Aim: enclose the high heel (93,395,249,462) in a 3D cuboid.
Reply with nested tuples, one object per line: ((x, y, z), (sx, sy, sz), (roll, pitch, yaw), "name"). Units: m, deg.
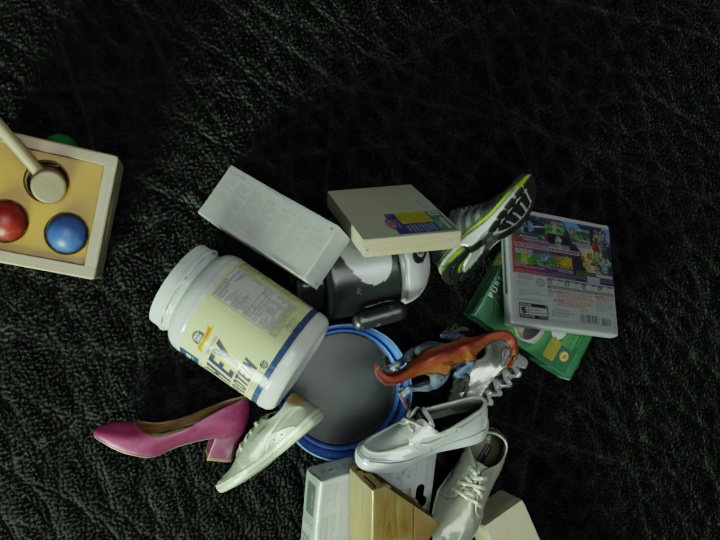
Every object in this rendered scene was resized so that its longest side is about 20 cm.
((-0.251, 0.203, 0.974), (0.199, 0.067, 0.096), (14, 98, -19), "high heel")

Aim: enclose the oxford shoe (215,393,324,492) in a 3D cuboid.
((-0.132, 0.236, 0.987), (0.200, 0.075, 0.058), (-44, 82, 21), "oxford shoe")

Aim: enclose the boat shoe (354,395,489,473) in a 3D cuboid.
((0.085, 0.218, 0.997), (0.199, 0.074, 0.066), (-16, 123, -18), "boat shoe")

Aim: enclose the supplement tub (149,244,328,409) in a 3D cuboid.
((-0.158, 0.071, 0.944), (0.200, 0.145, 0.145), (33, 83, 4), "supplement tub")

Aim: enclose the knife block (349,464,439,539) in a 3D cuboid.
((0.018, 0.390, 1.002), (0.176, 0.064, 0.200), (-53, 125, -9), "knife block")

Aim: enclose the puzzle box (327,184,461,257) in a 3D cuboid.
((0.039, -0.072, 0.982), (0.132, 0.200, 0.026), (-5, 115, -14), "puzzle box")

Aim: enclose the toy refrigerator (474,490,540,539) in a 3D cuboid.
((0.242, 0.452, 1.113), (0.076, 0.070, 0.201), (-28, 99, -19), "toy refrigerator")

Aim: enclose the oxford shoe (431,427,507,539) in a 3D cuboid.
((0.161, 0.319, 1.061), (0.075, 0.058, 0.200), (28, 68, 8), "oxford shoe")

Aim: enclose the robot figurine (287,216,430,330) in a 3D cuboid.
((0.000, -0.002, 1.008), (0.199, 0.125, 0.151), (-10, 98, -13), "robot figurine")

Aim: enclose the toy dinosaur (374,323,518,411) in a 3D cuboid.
((0.133, 0.132, 1.004), (0.181, 0.200, 0.105), (-25, 84, 11), "toy dinosaur")

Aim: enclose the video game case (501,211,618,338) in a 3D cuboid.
((0.305, 0.004, 1.102), (0.199, 0.023, 0.183), (8, 72, -21), "video game case")

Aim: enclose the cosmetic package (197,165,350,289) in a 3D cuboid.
((-0.117, -0.059, 0.959), (0.200, 0.051, 0.083), (31, 84, 27), "cosmetic package")

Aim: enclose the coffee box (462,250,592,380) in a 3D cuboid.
((0.271, 0.069, 1.121), (0.200, 0.044, 0.123), (32, 82, -13), "coffee box")

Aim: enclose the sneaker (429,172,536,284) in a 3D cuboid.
((0.175, -0.076, 1.059), (0.200, 0.081, 0.074), (-43, 143, 1), "sneaker")

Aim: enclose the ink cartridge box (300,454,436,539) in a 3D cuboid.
((0.011, 0.348, 1.052), (0.199, 0.057, 0.163), (-6, 109, -36), "ink cartridge box")

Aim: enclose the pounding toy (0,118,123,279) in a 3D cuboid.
((-0.403, -0.104, 0.893), (0.183, 0.142, 0.201), (11, 89, -15), "pounding toy")

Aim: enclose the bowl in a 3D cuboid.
((-0.024, 0.176, 1.051), (0.200, 0.039, 0.202), (0, 91, -15), "bowl")

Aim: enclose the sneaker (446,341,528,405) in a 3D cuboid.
((0.162, 0.188, 1.091), (0.081, 0.075, 0.200), (42, 82, 7), "sneaker")
